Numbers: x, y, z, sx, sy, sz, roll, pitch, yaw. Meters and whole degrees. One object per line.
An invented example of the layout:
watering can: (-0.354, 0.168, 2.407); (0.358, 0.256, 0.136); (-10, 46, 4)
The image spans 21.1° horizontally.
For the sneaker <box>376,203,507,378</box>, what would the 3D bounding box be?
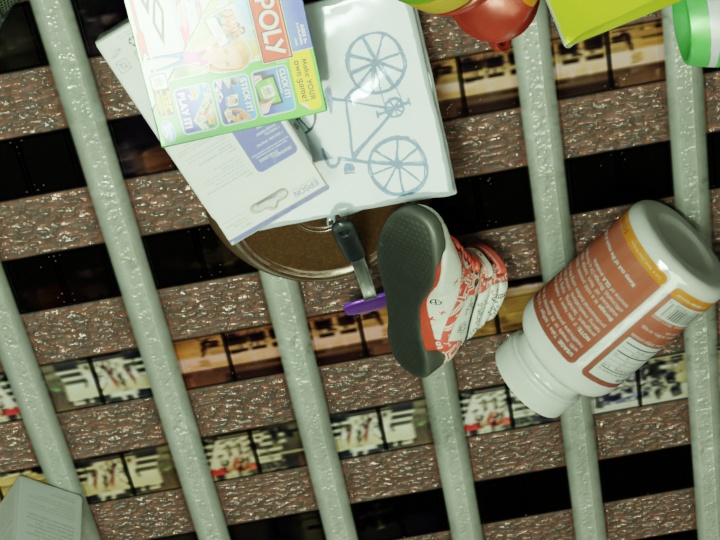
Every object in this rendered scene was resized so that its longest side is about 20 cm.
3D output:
sneaker: (0.075, -0.005, 1.664); (0.108, 0.067, 0.201); (-38, 146, -29)

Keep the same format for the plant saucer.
plant saucer: (-0.035, -0.061, 1.655); (0.200, 0.035, 0.200); (-4, 129, -5)

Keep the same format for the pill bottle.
pill bottle: (0.217, 0.039, 1.714); (0.112, 0.112, 0.200); (32, 119, -28)

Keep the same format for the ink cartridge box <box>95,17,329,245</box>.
ink cartridge box: (-0.116, -0.128, 1.547); (0.099, 0.039, 0.200); (-29, 106, 11)

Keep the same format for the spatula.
spatula: (0.000, 0.000, 1.665); (0.056, 0.021, 0.200); (-16, 152, 4)

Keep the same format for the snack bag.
snack bag: (-0.035, -0.127, 1.577); (0.200, 0.021, 0.189); (-12, 111, 6)

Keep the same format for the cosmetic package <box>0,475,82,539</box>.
cosmetic package: (-0.314, 0.303, 1.810); (0.071, 0.200, 0.101); (23, 123, -23)

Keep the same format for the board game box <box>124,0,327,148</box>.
board game box: (-0.112, -0.206, 1.484); (0.134, 0.029, 0.200); (-13, 107, 1)

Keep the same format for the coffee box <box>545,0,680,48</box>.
coffee box: (0.188, -0.317, 1.366); (0.200, 0.198, 0.200); (-21, 128, 10)

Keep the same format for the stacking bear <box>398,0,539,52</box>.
stacking bear: (0.066, -0.244, 1.473); (0.114, 0.122, 0.200); (-9, 149, 41)

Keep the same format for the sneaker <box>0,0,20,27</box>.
sneaker: (-0.263, -0.220, 1.472); (0.114, 0.076, 0.200); (19, 119, -13)

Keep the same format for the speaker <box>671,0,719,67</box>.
speaker: (0.355, -0.215, 1.542); (0.200, 0.088, 0.088); (-9, 129, 0)
